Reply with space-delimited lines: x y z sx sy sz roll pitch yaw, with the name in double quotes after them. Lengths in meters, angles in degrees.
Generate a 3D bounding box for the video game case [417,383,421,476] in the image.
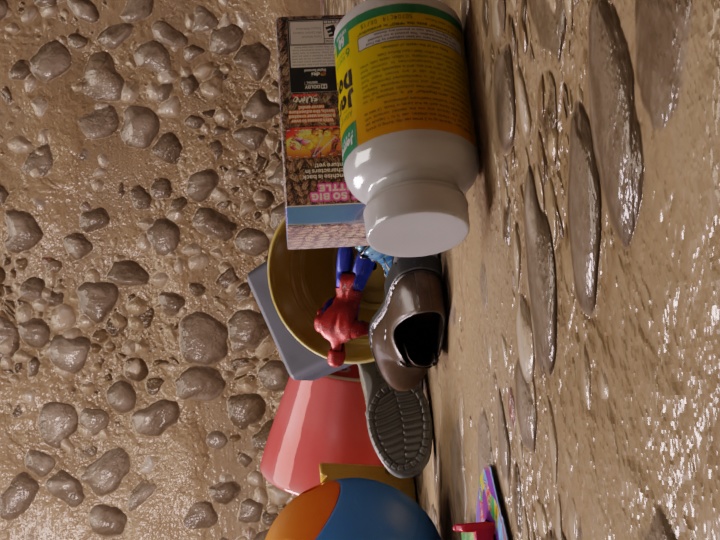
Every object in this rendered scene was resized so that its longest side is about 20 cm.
0.058 0.130 1.661 0.143 0.019 0.200 -102 11 -64 "video game case"

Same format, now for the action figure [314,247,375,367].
0.001 0.010 1.471 0.099 0.065 0.200 30 -108 -66 "action figure"

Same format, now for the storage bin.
-0.050 0.047 1.780 0.200 0.134 0.146 66 -166 12 "storage bin"

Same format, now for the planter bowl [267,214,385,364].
0.000 0.000 1.547 0.083 0.200 0.201 -22 -68 -63 "planter bowl"

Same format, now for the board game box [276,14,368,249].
0.005 -0.129 1.265 0.097 0.159 0.200 104 164 -79 "board game box"

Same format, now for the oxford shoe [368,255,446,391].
0.048 0.076 1.394 0.200 0.072 0.085 93 171 -53 "oxford shoe"

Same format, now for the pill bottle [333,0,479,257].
0.039 -0.118 1.119 0.113 0.113 0.200 96 170 -65 "pill bottle"

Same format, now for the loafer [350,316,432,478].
0.040 0.149 1.557 0.070 0.075 0.200 70 -174 -59 "loafer"

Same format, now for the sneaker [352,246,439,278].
0.034 -0.030 1.394 0.200 0.090 0.078 89 176 -47 "sneaker"

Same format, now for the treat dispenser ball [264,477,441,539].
-0.008 0.319 1.422 0.201 0.200 0.201 177 90 -86 "treat dispenser ball"

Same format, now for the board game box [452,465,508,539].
0.092 0.258 1.095 0.200 0.039 0.158 -99 8 -55 "board game box"

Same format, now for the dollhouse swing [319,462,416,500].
-0.003 0.372 1.724 0.176 0.181 0.200 131 140 -54 "dollhouse swing"

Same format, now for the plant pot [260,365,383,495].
-0.038 0.222 1.975 0.200 0.200 0.178 -109 28 -76 "plant pot"

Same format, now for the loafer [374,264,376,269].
0.015 0.034 1.877 0.200 0.072 0.063 -94 10 -45 "loafer"
